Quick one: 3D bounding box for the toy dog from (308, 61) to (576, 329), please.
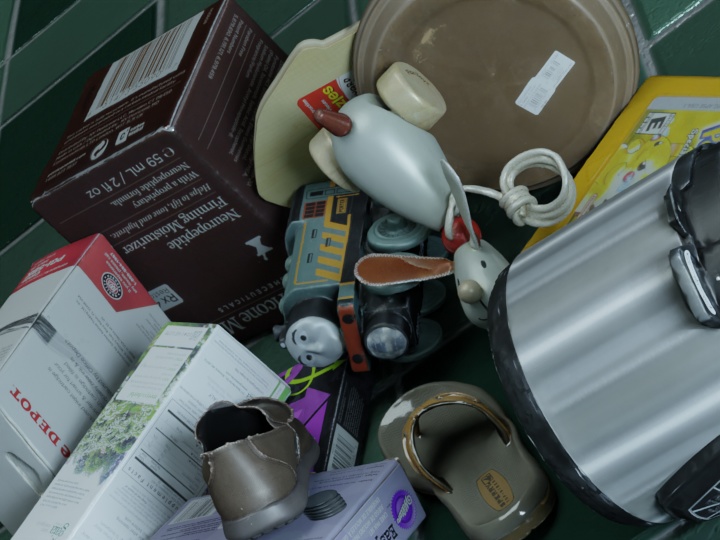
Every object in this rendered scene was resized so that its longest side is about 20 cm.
[{"bbox_3d":[0.032,-0.054,1.531,0.200,0.096,0.132,35,108,31],"label":"toy dog"}]

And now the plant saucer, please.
[{"bbox_3d":[0.093,-0.135,1.590,0.200,0.200,0.029,-33,23,23],"label":"plant saucer"}]

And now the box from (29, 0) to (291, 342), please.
[{"bbox_3d":[-0.116,-0.071,1.807,0.166,0.200,0.164,-26,31,36],"label":"box"}]

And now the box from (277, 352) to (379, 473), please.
[{"bbox_3d":[-0.080,0.140,1.634,0.200,0.036,0.143,-31,29,30],"label":"box"}]

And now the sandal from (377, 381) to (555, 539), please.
[{"bbox_3d":[0.057,0.113,1.446,0.082,0.055,0.200,-44,26,3],"label":"sandal"}]

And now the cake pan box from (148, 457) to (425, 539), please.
[{"bbox_3d":[-0.083,0.199,1.455,0.200,0.052,0.184,-15,18,37],"label":"cake pan box"}]

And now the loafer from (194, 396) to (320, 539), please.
[{"bbox_3d":[-0.069,0.110,1.488,0.073,0.071,0.200,-24,12,-1],"label":"loafer"}]

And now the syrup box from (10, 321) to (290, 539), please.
[{"bbox_3d":[-0.146,0.137,1.604,0.079,0.081,0.200,0,52,58],"label":"syrup box"}]

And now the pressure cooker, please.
[{"bbox_3d":[0.190,0.025,1.237,0.200,0.179,0.176,-32,25,26],"label":"pressure cooker"}]

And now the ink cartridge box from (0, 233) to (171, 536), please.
[{"bbox_3d":[-0.221,0.093,1.729,0.083,0.147,0.200,-21,25,35],"label":"ink cartridge box"}]

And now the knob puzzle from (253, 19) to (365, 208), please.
[{"bbox_3d":[0.009,-0.109,1.680,0.219,0.220,0.030,-34,42,22],"label":"knob puzzle"}]

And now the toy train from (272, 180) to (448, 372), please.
[{"bbox_3d":[0.000,0.000,1.634,0.114,0.085,0.200,-8,34,11],"label":"toy train"}]

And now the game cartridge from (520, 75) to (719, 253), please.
[{"bbox_3d":[0.210,-0.056,1.495,0.176,0.032,0.200,-53,26,-16],"label":"game cartridge"}]
